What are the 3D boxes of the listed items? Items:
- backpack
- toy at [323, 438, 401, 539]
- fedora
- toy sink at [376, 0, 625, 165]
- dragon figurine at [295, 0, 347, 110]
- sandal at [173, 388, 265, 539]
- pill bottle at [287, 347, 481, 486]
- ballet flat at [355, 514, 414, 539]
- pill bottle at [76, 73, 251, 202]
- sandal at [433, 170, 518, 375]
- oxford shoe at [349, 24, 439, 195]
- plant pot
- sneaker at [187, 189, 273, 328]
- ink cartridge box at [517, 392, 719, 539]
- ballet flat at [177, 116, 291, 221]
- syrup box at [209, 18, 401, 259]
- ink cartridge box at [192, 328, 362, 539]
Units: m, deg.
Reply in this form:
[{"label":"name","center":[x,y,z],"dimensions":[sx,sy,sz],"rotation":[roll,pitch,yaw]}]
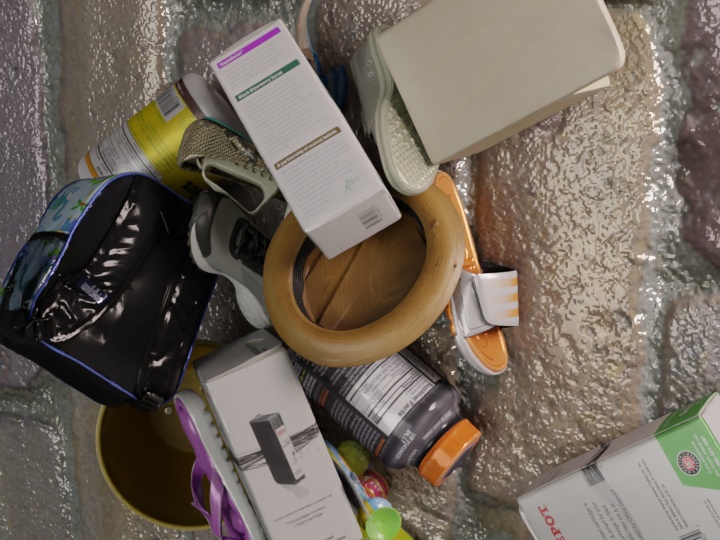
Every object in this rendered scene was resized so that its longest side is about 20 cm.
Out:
[{"label":"backpack","center":[-0.243,0.012,1.006],"dimensions":[0.147,0.183,0.200],"rotation":[-2,57,44]},{"label":"toy","center":[0.000,0.214,1.068],"dimensions":[0.047,0.200,0.115],"rotation":[-28,109,-7]},{"label":"fedora","center":[0.009,0.005,0.973],"dimensions":[0.200,0.082,0.201],"rotation":[-7,63,15]},{"label":"toy sink","center":[0.139,-0.197,0.927],"dimensions":[0.200,0.112,0.130],"rotation":[-26,87,36]},{"label":"dragon figurine","center":[-0.052,-0.187,1.063],"dimensions":[0.059,0.099,0.200],"rotation":[9,88,26]},{"label":"sandal","center":[-0.150,0.218,1.046],"dimensions":[0.203,0.050,0.082],"rotation":[66,159,4]},{"label":"pill bottle","center":[0.025,0.128,1.063],"dimensions":[0.200,0.106,0.106],"rotation":[40,117,16]},{"label":"ballet flat","center":[0.048,0.326,1.116],"dimensions":[0.200,0.067,0.067],"rotation":[33,115,19]},{"label":"pill bottle","center":[-0.219,-0.109,1.109],"dimensions":[0.200,0.109,0.109],"rotation":[-37,81,6]},{"label":"sandal","center":[0.113,-0.001,1.002],"dimensions":[0.059,0.079,0.207],"rotation":[-16,91,33]},{"label":"oxford shoe","center":[0.029,-0.145,0.987],"dimensions":[0.058,0.075,0.200],"rotation":[-37,47,34]},{"label":"plant pot","center":[-0.182,0.165,1.149],"dimensions":[0.200,0.142,0.200],"rotation":[-1,95,-9]},{"label":"sneaker","center":[-0.100,-0.012,1.016],"dimensions":[0.079,0.200,0.074],"rotation":[0,58,26]},{"label":"ink cartridge box","center":[0.268,0.222,0.961],"dimensions":[0.200,0.084,0.146],"rotation":[-32,84,30]},{"label":"ballet flat","center":[-0.086,-0.082,1.025],"dimensions":[0.200,0.075,0.068],"rotation":[22,156,-2]},{"label":"syrup box","center":[-0.050,-0.119,0.941],"dimensions":[0.081,0.079,0.200],"rotation":[-30,69,3]},{"label":"ink cartridge box","center":[-0.085,0.169,1.018],"dimensions":[0.084,0.144,0.200],"rotation":[-22,98,-12]}]
